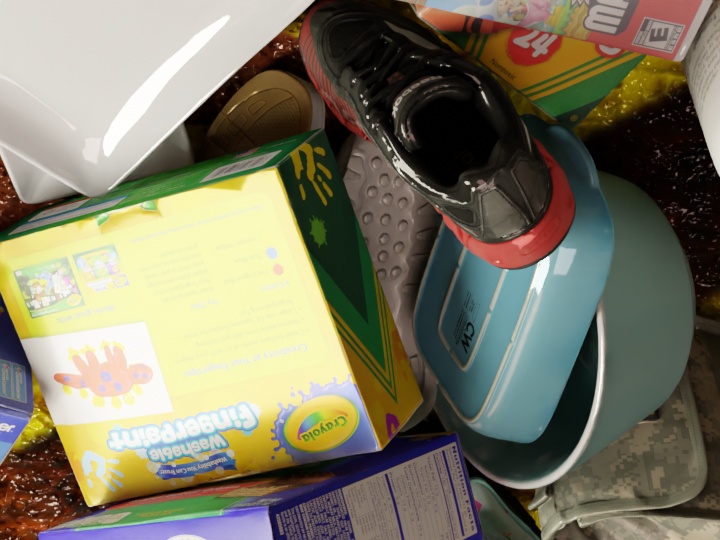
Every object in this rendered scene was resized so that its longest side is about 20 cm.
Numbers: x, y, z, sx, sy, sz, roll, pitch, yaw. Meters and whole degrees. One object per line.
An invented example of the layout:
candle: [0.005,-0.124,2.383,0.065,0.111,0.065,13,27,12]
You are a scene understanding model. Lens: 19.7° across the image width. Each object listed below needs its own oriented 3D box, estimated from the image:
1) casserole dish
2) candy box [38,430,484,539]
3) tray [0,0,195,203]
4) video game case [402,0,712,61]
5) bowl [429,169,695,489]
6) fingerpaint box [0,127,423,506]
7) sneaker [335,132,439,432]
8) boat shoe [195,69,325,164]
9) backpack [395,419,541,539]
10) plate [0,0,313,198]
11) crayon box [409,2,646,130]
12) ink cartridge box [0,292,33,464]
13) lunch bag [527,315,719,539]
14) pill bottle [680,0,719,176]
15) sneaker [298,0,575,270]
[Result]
casserole dish: [0.077,0.008,1.153,0.038,0.121,0.201,-7,135,-28]
candy box: [-0.052,0.152,1.187,0.168,0.078,0.199,-10,-179,34]
tray: [-0.164,-0.122,1.132,0.106,0.022,0.201,-13,135,3]
video game case: [0.103,-0.183,1.022,0.198,0.018,0.144,9,124,-23]
bowl: [0.121,0.019,1.221,0.104,0.201,0.202,-9,140,-30]
fingerpaint box: [-0.087,0.029,1.162,0.199,0.073,0.168,-14,104,28]
sneaker: [0.000,0.000,1.246,0.076,0.081,0.202,-8,118,-18]
boat shoe: [-0.058,-0.031,1.216,0.069,0.071,0.201,-14,136,-47]
backpack: [0.032,0.227,1.380,0.200,0.154,0.176,-40,136,2]
plate: [-0.151,-0.146,1.072,0.199,0.032,0.199,31,124,-33]
crayon box: [0.131,-0.182,1.077,0.127,0.051,0.200,31,112,-34]
ink cartridge box: [-0.254,0.067,1.225,0.076,0.137,0.200,18,130,-29]
lunch bag: [0.192,0.113,1.322,0.198,0.165,0.118,15,136,-23]
pill bottle: [0.233,-0.095,1.095,0.113,0.201,0.115,-4,136,-4]
sneaker: [0.030,-0.088,1.076,0.071,0.201,0.098,-42,149,0]
